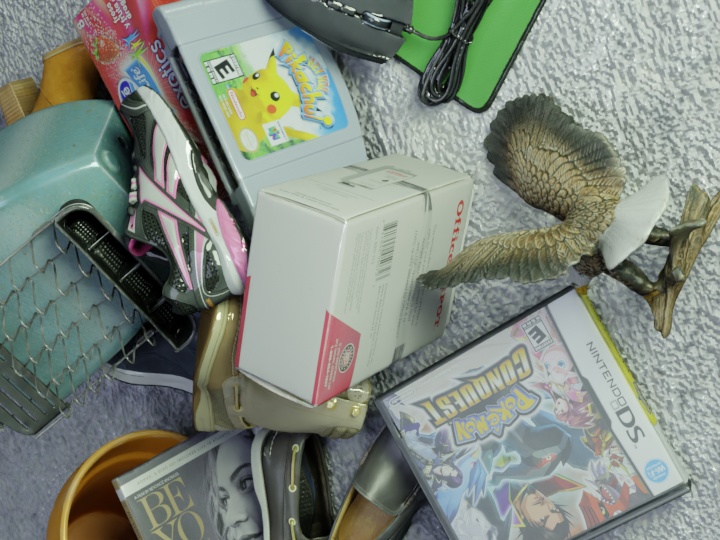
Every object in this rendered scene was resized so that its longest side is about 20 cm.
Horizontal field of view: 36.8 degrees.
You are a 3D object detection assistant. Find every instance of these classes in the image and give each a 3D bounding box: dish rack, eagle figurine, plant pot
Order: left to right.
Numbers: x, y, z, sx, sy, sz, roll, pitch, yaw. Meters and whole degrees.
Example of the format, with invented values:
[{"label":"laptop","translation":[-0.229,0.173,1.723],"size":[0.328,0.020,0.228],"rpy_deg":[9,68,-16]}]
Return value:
[{"label":"dish rack","translation":[-0.252,0.050,0.889],"size":[0.199,0.055,0.154],"rpy_deg":[-39,116,3]},{"label":"plant pot","translation":[-0.260,-0.038,0.981],"size":[0.198,0.197,0.197],"rpy_deg":[-31,119,18]},{"label":"plant pot","translation":[-0.232,0.284,1.086],"size":[0.183,0.199,0.202],"rpy_deg":[-36,83,48]},{"label":"eagle figurine","translation":[0.145,-0.031,0.784],"size":[0.198,0.151,0.153],"rpy_deg":[24,122,22]}]

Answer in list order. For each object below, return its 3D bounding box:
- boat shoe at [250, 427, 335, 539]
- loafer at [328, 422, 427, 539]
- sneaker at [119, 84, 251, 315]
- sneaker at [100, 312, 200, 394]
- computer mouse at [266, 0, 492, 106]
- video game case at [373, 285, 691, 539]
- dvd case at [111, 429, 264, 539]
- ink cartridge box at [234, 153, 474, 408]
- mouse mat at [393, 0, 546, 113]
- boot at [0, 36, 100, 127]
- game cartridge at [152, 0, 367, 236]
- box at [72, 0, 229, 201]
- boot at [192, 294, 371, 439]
[{"label":"boat shoe","translation":[-0.052,0.247,1.022],"size":[0.060,0.071,0.205],"rpy_deg":[-8,96,37]},{"label":"loafer","translation":[0.027,0.190,0.957],"size":[0.072,0.072,0.203],"rpy_deg":[31,116,22]},{"label":"sneaker","translation":[-0.153,-0.054,0.841],"size":[0.085,0.081,0.202],"rpy_deg":[-30,62,-2]},{"label":"sneaker","translation":[-0.178,0.040,1.033],"size":[0.199,0.077,0.149],"rpy_deg":[11,120,19]},{"label":"computer mouse","translation":[0.010,-0.229,0.845],"size":[0.198,0.046,0.142],"rpy_deg":[33,118,7]},{"label":"video game case","translation":[0.135,0.138,0.876],"size":[0.198,0.025,0.183],"rpy_deg":[-31,86,19]},{"label":"dvd case","translation":[-0.131,0.256,1.030],"size":[0.016,0.147,0.203],"rpy_deg":[-28,88,51]},{"label":"ink cartridge box","translation":[0.000,0.000,0.847],"size":[0.082,0.199,0.149],"rpy_deg":[20,113,27]},{"label":"mouse mat","translation":[0.057,-0.243,0.862],"size":[0.199,0.007,0.162],"rpy_deg":[38,120,18]},{"label":"boot","translation":[-0.271,-0.142,1.063],"size":[0.199,0.071,0.146],"rpy_deg":[-20,98,37]},{"label":"game cartridge","translation":[-0.074,-0.142,0.895],"size":[0.040,0.132,0.203],"rpy_deg":[-32,82,57]},{"label":"box","translation":[-0.152,-0.163,0.956],"size":[0.095,0.099,0.202],"rpy_deg":[-31,87,34]},{"label":"boot","translation":[-0.064,0.085,0.920],"size":[0.152,0.074,0.201],"rpy_deg":[7,144,-5]}]
